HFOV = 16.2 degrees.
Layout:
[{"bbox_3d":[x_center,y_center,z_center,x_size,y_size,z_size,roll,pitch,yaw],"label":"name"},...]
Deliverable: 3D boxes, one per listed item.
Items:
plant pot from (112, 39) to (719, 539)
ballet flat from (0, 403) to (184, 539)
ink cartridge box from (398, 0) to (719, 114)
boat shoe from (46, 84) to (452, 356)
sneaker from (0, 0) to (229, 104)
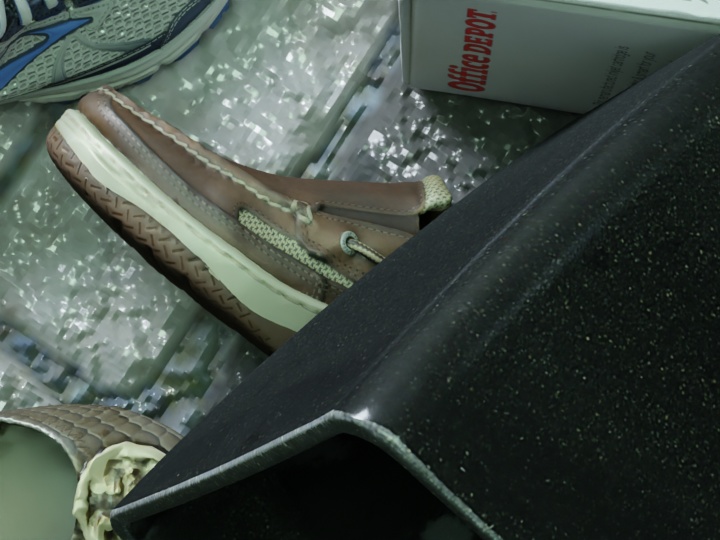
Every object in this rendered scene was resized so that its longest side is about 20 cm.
[{"bbox_3d":[0.084,0.051,0.663,0.199,0.200,0.178,41,68,-8],"label":"plant pot"},{"bbox_3d":[-0.142,0.070,0.784,0.198,0.046,0.068,4,83,1],"label":"ballet flat"},{"bbox_3d":[0.115,-0.092,0.753,0.198,0.146,0.085,9,83,2],"label":"ink cartridge box"},{"bbox_3d":[-0.001,0.000,0.782,0.202,0.075,0.075,38,85,-7],"label":"boat shoe"},{"bbox_3d":[-0.117,-0.085,0.786,0.199,0.085,0.077,-29,83,-4],"label":"sneaker"}]
